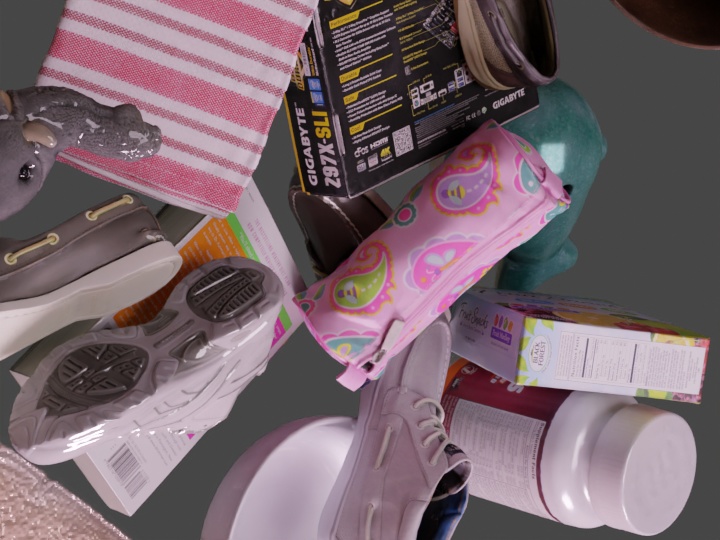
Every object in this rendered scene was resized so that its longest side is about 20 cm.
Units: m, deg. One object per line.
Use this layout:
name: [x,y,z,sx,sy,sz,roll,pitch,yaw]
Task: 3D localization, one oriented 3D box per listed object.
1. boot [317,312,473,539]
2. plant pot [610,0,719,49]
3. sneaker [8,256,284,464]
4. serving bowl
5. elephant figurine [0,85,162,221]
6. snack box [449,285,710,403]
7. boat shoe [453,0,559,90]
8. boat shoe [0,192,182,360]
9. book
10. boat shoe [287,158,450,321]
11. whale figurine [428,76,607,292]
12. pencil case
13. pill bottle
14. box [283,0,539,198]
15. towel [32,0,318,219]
boot: [0.045,0.120,1.402,0.073,0.095,0.201,28,75,-46]
plant pot: [0.297,-0.310,1.619,0.200,0.186,0.188,-55,133,-42]
sneaker: [-0.127,0.078,1.274,0.199,0.078,0.100,-29,138,-24]
serving bowl: [-0.046,0.198,1.435,0.200,0.066,0.201,-8,101,-46]
elephant figurine: [-0.240,-0.065,1.129,0.200,0.155,0.142,42,46,-33]
snack box: [0.147,0.050,1.477,0.141,0.200,0.053,8,94,-16]
boat shoe: [0.091,-0.214,1.326,0.073,0.065,0.201,-36,119,-34]
boat shoe: [-0.209,0.010,1.235,0.201,0.072,0.060,-22,72,-27]
book: [-0.123,0.046,1.343,0.200,0.048,0.134,-48,129,-25]
boat shoe: [0.000,0.000,1.441,0.060,0.072,0.200,-58,138,-23]
whale figurine: [0.130,-0.054,1.529,0.159,0.104,0.201,-29,132,-17]
pencil case: [0.047,-0.010,1.364,0.200,0.088,0.087,-43,133,7]
pill bottle: [0.146,0.131,1.522,0.109,0.199,0.110,-12,107,-44]
box: [0.031,-0.155,1.355,0.200,0.049,0.160,-28,114,-39]
towel: [-0.111,-0.145,1.247,0.146,0.030,0.201,20,101,-12]
